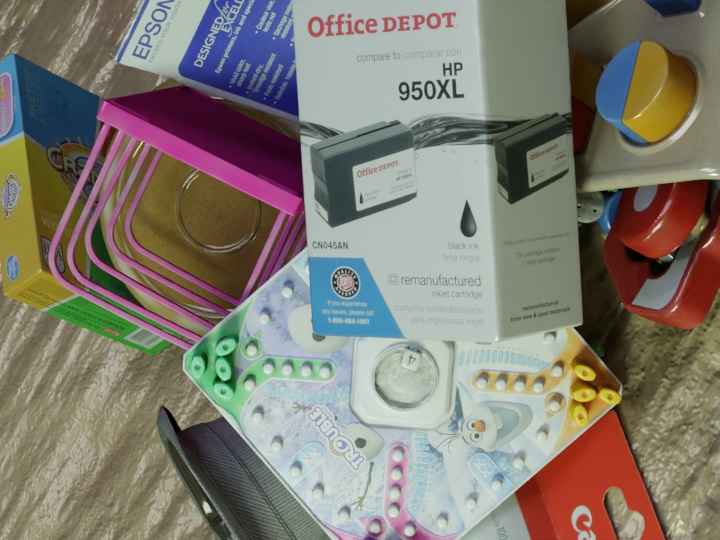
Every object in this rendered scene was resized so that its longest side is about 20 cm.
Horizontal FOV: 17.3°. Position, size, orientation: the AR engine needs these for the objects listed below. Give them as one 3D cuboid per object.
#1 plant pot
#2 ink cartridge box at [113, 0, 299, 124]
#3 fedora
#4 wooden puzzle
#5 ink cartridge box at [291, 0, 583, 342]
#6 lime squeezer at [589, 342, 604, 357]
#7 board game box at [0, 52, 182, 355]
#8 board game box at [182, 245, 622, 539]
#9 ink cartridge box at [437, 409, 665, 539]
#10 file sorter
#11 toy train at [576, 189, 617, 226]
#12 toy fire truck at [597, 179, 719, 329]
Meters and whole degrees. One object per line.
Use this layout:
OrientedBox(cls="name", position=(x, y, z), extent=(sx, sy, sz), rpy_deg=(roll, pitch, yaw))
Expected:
OrientedBox(cls="plant pot", position=(-0.098, -0.045, 1.676), extent=(0.200, 0.027, 0.201), rpy_deg=(2, 97, 16))
OrientedBox(cls="ink cartridge box", position=(-0.032, -0.194, 1.493), extent=(0.198, 0.200, 0.047), rpy_deg=(-61, 29, 20))
OrientedBox(cls="fedora", position=(-0.055, 0.145, 1.545), extent=(0.090, 0.200, 0.177), rpy_deg=(-33, 83, -10))
OrientedBox(cls="wooden puzzle", position=(0.150, -0.135, 1.365), extent=(0.200, 0.046, 0.186), rpy_deg=(-2, 64, 43))
OrientedBox(cls="ink cartridge box", position=(0.043, -0.064, 1.350), extent=(0.144, 0.084, 0.201), rpy_deg=(1, 96, 42))
OrientedBox(cls="lime squeezer", position=(0.073, 0.055, 1.553), extent=(0.071, 0.038, 0.200), rpy_deg=(-43, 37, -23))
OrientedBox(cls="board game box", position=(-0.210, -0.049, 1.777), extent=(0.040, 0.153, 0.200), rpy_deg=(-32, 53, 28))
OrientedBox(cls="board game box", position=(0.027, 0.066, 1.451), extent=(0.200, 0.200, 0.026), rpy_deg=(-41, 5, 2))
OrientedBox(cls="ink cartridge box", position=(0.093, 0.196, 1.455), extent=(0.200, 0.057, 0.163), rpy_deg=(-42, 48, 29))
OrientedBox(cls="file sorter", position=(-0.105, -0.033, 1.555), extent=(0.139, 0.200, 0.126), rpy_deg=(27, 101, 6))
OrientedBox(cls="toy train", position=(0.127, -0.071, 1.478), extent=(0.200, 0.042, 0.057), rpy_deg=(-114, 40, -76))
OrientedBox(cls="toy fire truck", position=(0.208, -0.063, 1.429), extent=(0.200, 0.112, 0.168), rpy_deg=(-67, 19, -2))
